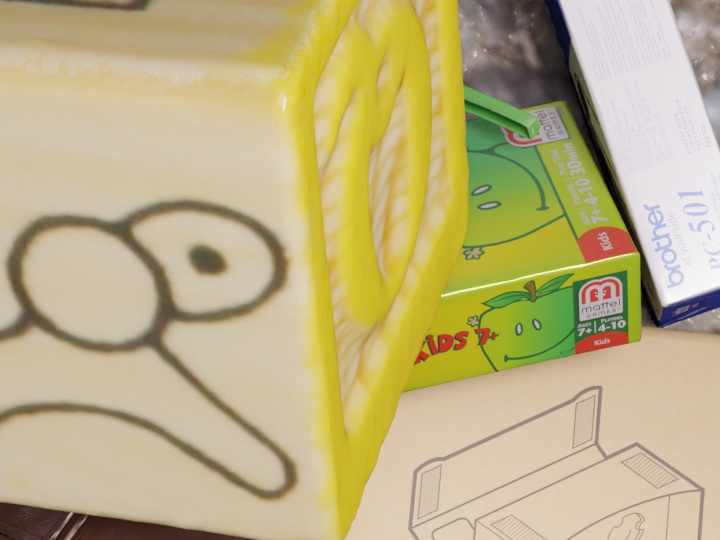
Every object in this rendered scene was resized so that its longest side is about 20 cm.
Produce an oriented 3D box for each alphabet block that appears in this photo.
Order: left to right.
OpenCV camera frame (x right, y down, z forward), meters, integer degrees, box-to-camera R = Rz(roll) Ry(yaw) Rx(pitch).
[{"bbox_3d":[-0.082,-0.045,0.884,0.199,0.196,0.197,7,41,14],"label":"alphabet block"}]

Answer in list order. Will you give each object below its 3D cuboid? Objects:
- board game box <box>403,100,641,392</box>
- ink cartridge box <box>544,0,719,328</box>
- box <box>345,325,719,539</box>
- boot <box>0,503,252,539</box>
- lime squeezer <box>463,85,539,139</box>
[{"bbox_3d":[0.000,0.000,1.010,0.199,0.048,0.102,-12,42,-7],"label":"board game box"},{"bbox_3d":[0.107,-0.081,1.033,0.044,0.094,0.201,-18,82,3],"label":"ink cartridge box"},{"bbox_3d":[0.079,0.101,1.040,0.199,0.021,0.164,6,80,-4],"label":"box"},{"bbox_3d":[-0.103,0.164,0.982,0.186,0.064,0.200,27,76,24],"label":"boot"},{"bbox_3d":[-0.027,-0.073,1.032,0.199,0.071,0.038,-5,124,11],"label":"lime squeezer"}]
